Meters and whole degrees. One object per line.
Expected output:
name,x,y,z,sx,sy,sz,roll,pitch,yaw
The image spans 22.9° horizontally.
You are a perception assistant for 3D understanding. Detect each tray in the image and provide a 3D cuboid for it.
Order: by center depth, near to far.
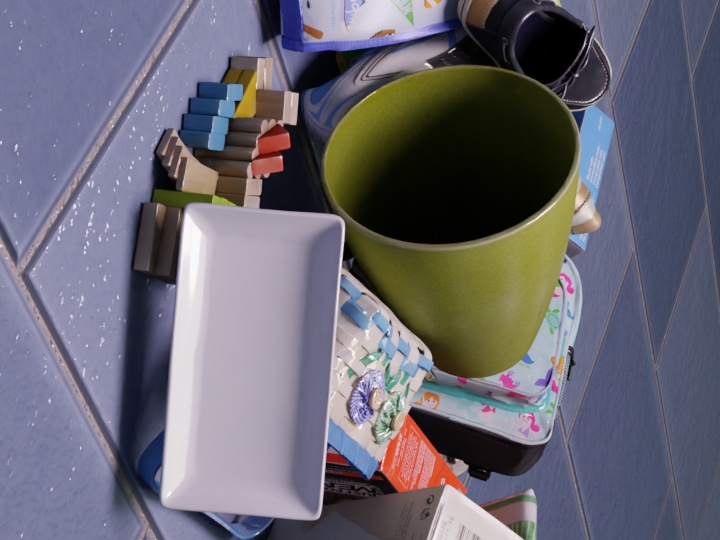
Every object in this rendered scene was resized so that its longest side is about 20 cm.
tray,-0.070,0.059,1.159,0.022,0.107,0.201,-80,175,-86

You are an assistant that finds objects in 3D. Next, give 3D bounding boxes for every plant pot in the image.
plant pot,0.078,-0.016,1.329,0.200,0.186,0.188,78,29,-46

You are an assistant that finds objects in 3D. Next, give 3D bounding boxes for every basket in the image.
basket,-0.055,0.094,1.255,0.200,0.139,0.176,-46,151,1

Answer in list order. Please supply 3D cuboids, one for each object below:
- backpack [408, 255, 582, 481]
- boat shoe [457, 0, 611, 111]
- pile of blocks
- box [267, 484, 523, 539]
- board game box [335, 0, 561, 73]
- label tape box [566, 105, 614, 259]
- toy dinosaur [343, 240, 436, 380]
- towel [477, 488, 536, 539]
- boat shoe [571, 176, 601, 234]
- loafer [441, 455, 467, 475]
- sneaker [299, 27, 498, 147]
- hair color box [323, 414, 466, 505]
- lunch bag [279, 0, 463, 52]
backpack,0.101,0.052,1.524,0.151,0.177,0.201,102,7,-56
boat shoe,0.146,-0.167,1.369,0.075,0.062,0.200,-54,144,4
pile of blocks,-0.089,-0.075,1.206,0.082,0.062,0.201,63,39,-52
box,0.016,0.226,1.334,0.095,0.200,0.078,39,55,-29
board game box,0.081,-0.160,1.438,0.096,0.199,0.030,71,-19,0
label tape box,0.190,-0.081,1.711,0.200,0.063,0.145,-38,-147,63
toy dinosaur,0.000,0.000,1.406,0.088,0.047,0.201,-16,89,-26
towel,0.065,0.266,1.334,0.023,0.152,0.201,38,49,-27
boat shoe,0.142,-0.054,1.592,0.076,0.200,0.072,45,77,-23
loafer,0.104,0.148,1.707,0.200,0.063,0.072,-42,134,-57
sneaker,0.041,-0.157,1.383,0.200,0.072,0.072,-28,140,-26
hair color box,0.009,0.165,1.444,0.200,0.101,0.061,53,47,-57
lunch bag,0.015,-0.262,1.319,0.200,0.124,0.171,-22,120,-37
